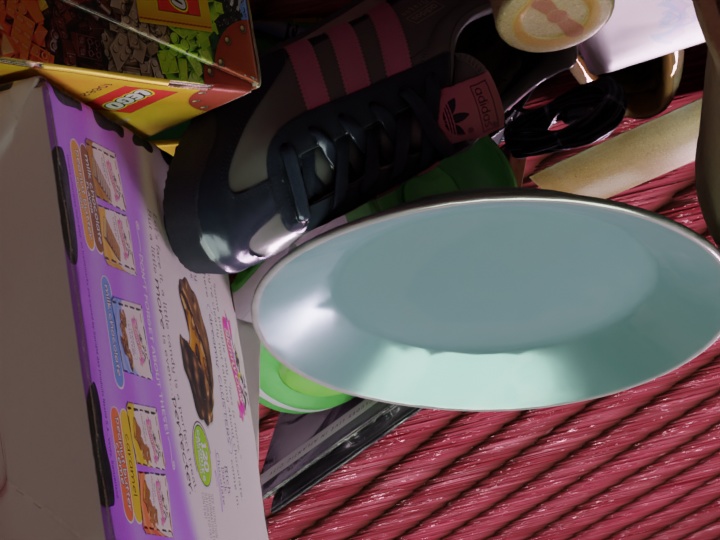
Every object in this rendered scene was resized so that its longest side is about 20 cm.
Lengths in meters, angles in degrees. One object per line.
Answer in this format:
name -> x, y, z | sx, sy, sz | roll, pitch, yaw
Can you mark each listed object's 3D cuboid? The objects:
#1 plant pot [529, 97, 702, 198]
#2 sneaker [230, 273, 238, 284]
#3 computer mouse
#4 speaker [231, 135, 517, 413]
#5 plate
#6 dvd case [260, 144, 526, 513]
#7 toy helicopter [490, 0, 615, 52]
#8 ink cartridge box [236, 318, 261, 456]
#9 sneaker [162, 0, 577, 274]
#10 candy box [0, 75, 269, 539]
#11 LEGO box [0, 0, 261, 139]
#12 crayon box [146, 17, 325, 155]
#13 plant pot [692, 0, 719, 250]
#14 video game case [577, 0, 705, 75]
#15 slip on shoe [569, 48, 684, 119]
plant pot -> 0.179, -0.075, 1.221 | 0.199, 0.028, 0.200 | -24, 180, 0
sneaker -> -0.122, -0.021, 1.222 | 0.199, 0.078, 0.082 | 2, 175, -36
computer mouse -> 0.073, -0.067, 1.115 | 0.059, 0.034, 0.200 | -41, -163, -9
speaker -> 0.000, 0.000, 1.132 | 0.088, 0.089, 0.200 | -6, 161, -24
plate -> 0.055, 0.008, 1.016 | 0.199, 0.026, 0.200 | 0, 153, 0
dvd case -> 0.018, 0.024, 1.266 | 0.148, 0.200, 0.016 | -37, 110, 27
toy helicopter -> 0.057, -0.139, 0.869 | 0.131, 0.079, 0.200 | -12, 148, -3
ink cartridge box -> -0.161, 0.054, 1.075 | 0.199, 0.085, 0.144 | 18, 155, -39
sneaker -> 0.007, -0.061, 0.968 | 0.082, 0.071, 0.200 | 10, -141, 38
candy box -> -0.100, 0.036, 0.920 | 0.071, 0.169, 0.200 | -12, 169, 12
LEGO box -> -0.161, -0.080, 0.927 | 0.199, 0.078, 0.148 | -19, 165, 40
crayon box -> -0.071, -0.062, 1.124 | 0.199, 0.059, 0.119 | -5, 162, -26
plant pot -> 0.206, -0.069, 0.929 | 0.199, 0.202, 0.184 | -11, 158, -7
video game case -> 0.150, -0.161, 0.948 | 0.181, 0.024, 0.200 | -17, 147, 10
slip on shoe -> 0.107, -0.120, 1.069 | 0.076, 0.061, 0.200 | -14, 163, 4
